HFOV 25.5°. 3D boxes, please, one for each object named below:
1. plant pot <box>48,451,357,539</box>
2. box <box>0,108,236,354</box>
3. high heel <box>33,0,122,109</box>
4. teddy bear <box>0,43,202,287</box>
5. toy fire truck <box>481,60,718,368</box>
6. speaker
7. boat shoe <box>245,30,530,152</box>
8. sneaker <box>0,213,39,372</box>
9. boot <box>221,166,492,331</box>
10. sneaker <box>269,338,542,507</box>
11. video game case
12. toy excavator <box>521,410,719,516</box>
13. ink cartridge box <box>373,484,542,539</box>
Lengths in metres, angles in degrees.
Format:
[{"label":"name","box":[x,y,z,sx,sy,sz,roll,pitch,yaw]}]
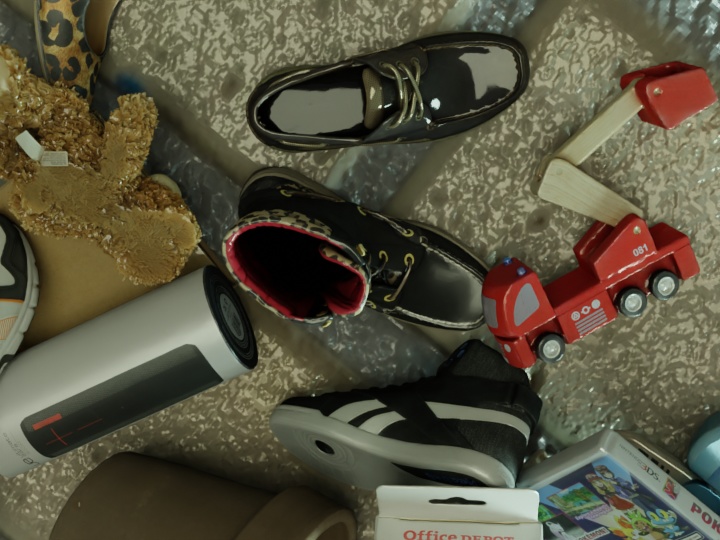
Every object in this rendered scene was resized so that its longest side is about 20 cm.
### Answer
[{"label":"plant pot","box":[-0.123,0.218,1.124,0.174,0.200,0.202,26,105,19]},{"label":"box","box":[-0.215,0.009,1.155,0.200,0.021,0.164,-39,96,12]},{"label":"high heel","box":[-0.145,-0.189,1.080,0.141,0.071,0.202,4,100,4]},{"label":"teddy bear","box":[-0.193,-0.074,1.082,0.199,0.067,0.146,22,121,-1]},{"label":"toy fire truck","box":[0.159,-0.038,1.070,0.199,0.049,0.142,-28,108,-6]},{"label":"speaker","box":[-0.176,0.072,1.114,0.199,0.081,0.082,-24,99,11]},{"label":"boat shoe","box":[0.018,-0.114,1.076,0.198,0.073,0.075,-13,101,9]},{"label":"sneaker","box":[-0.277,0.045,1.078,0.073,0.080,0.202,-3,63,25]},{"label":"boot","box":[0.000,0.000,1.063,0.199,0.151,0.074,28,104,-2]},{"label":"sneaker","box":[0.039,0.098,1.129,0.199,0.112,0.073,10,145,33]},{"label":"video game case","box":[0.176,0.196,1.085,0.182,0.023,0.200,39,145,-8]},{"label":"toy excavator","box":[0.235,0.146,1.112,0.200,0.100,0.195,40,106,10]},{"label":"ink cartridge box","box":[0.067,0.227,1.095,0.116,0.068,0.201,1,141,6]}]
